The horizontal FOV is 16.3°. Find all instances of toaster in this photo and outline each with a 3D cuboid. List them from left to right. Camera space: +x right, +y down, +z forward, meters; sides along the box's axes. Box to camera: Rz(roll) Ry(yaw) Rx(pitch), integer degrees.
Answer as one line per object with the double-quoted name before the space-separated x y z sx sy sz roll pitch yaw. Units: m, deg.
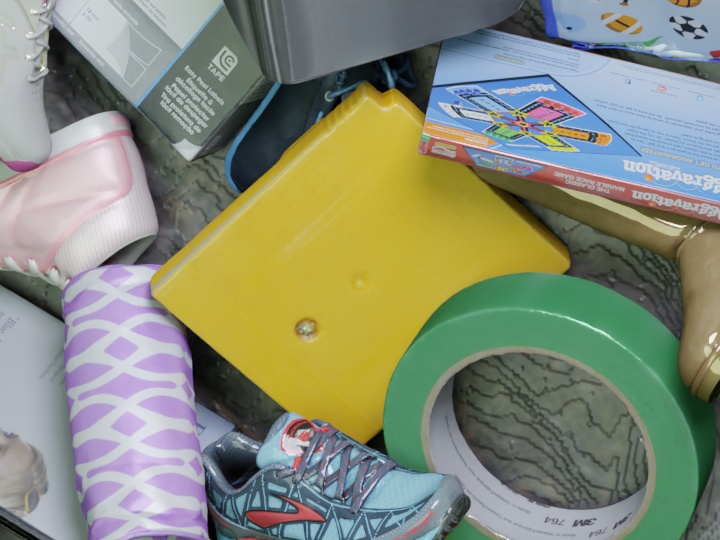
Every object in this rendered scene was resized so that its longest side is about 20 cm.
"toaster" -0.012 -0.218 1.441 0.199 0.119 0.181 -18 51 -9

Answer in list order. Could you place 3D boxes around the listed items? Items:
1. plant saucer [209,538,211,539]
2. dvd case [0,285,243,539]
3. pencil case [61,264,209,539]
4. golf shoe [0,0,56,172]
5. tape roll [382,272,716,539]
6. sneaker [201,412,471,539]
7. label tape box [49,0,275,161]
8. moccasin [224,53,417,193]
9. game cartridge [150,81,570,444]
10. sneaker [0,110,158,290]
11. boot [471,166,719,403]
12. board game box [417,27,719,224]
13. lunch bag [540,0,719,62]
"plant saucer" -0.113 0.277 1.654 0.200 0.048 0.200 43 108 8
"dvd case" -0.196 0.106 1.616 0.200 0.143 0.018 30 147 9
"pencil case" -0.142 0.093 1.564 0.084 0.086 0.201 0 63 -13
"golf shoe" -0.217 -0.160 1.546 0.091 0.075 0.201 -14 105 12
"tape roll" 0.114 0.099 1.522 0.200 0.048 0.201 10 121 18
"sneaker" -0.026 0.135 1.535 0.199 0.079 0.096 -7 116 39
"label tape box" -0.086 -0.191 1.566 0.144 0.063 0.200 45 108 7
"moccasin" -0.005 -0.115 1.553 0.068 0.080 0.200 44 122 16
"game cartridge" 0.000 0.000 1.550 0.200 0.032 0.176 -41 112 17
"sneaker" -0.220 -0.016 1.628 0.200 0.075 0.105 -26 85 15
"boot" 0.154 -0.026 1.478 0.199 0.175 0.066 26 139 9
"board game box" 0.138 -0.086 1.472 0.199 0.103 0.019 14 136 0
"lunch bag" 0.188 -0.213 1.445 0.169 0.124 0.201 6 127 15
